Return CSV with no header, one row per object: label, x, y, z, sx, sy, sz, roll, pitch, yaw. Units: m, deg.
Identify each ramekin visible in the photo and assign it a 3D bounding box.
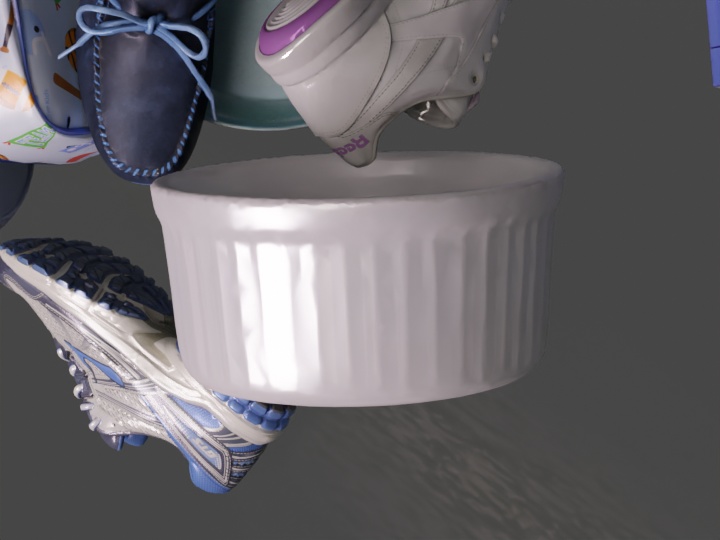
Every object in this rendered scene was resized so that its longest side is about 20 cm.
ramekin,0.000,0.000,0.913,0.199,0.200,0.098,2,100,24

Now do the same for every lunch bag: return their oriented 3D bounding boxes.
lunch bag,-0.177,-0.158,1.002,0.075,0.160,0.201,-12,88,23

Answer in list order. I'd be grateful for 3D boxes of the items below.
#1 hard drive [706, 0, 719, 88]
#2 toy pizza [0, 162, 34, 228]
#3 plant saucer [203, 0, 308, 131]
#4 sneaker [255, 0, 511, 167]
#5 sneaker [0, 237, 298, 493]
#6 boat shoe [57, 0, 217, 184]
hard drive,0.225,-0.195,0.895,0.131,0.025,0.201,-5,90,24
toy pizza,-0.226,-0.117,1.003,0.032,0.200,0.201,-11,87,12
plant saucer,-0.047,-0.173,0.987,0.199,0.027,0.202,0,90,3
sneaker,0.039,-0.132,0.931,0.200,0.075,0.100,-41,112,-19
sneaker,-0.133,0.053,1.037,0.200,0.077,0.086,34,109,20
boat shoe,-0.109,-0.144,0.937,0.084,0.069,0.201,-2,90,-11
